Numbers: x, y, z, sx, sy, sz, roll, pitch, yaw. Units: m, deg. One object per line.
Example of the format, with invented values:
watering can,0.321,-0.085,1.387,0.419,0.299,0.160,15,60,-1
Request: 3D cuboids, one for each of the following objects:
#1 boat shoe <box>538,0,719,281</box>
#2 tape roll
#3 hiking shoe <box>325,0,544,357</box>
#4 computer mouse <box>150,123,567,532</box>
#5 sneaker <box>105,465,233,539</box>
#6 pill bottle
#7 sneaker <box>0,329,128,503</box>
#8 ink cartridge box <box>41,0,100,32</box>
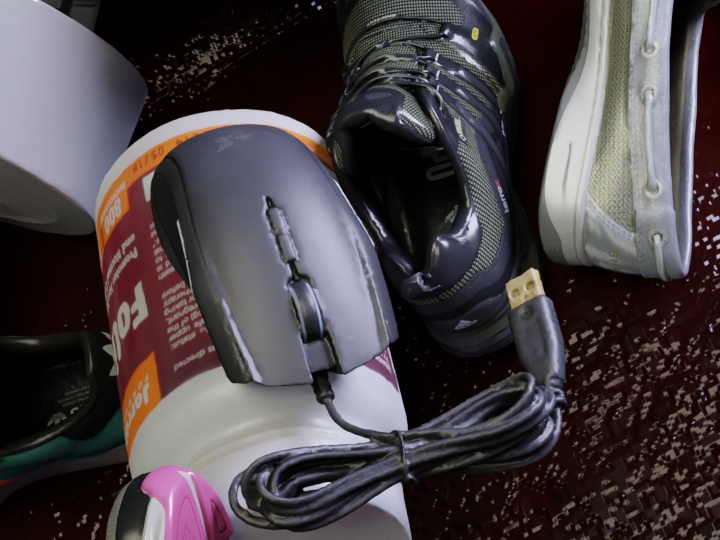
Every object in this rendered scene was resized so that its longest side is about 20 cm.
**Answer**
boat shoe,0.128,-0.097,0.977,0.064,0.074,0.204,12,81,22
tape roll,-0.200,-0.086,1.052,0.201,0.202,0.071,15,78,29
hiking shoe,0.026,-0.068,0.995,0.075,0.101,0.201,-23,63,15
computer mouse,0.000,0.000,0.887,0.139,0.046,0.201,-11,50,-10
sneaker,-0.097,0.163,0.864,0.087,0.074,0.202,14,112,20
pill bottle,-0.044,0.041,0.957,0.114,0.114,0.201,-27,48,15
sneaker,-0.179,0.071,1.053,0.199,0.080,0.072,-24,63,16
ink cartridge box,-0.139,-0.183,1.060,0.066,0.200,0.117,11,73,-8
